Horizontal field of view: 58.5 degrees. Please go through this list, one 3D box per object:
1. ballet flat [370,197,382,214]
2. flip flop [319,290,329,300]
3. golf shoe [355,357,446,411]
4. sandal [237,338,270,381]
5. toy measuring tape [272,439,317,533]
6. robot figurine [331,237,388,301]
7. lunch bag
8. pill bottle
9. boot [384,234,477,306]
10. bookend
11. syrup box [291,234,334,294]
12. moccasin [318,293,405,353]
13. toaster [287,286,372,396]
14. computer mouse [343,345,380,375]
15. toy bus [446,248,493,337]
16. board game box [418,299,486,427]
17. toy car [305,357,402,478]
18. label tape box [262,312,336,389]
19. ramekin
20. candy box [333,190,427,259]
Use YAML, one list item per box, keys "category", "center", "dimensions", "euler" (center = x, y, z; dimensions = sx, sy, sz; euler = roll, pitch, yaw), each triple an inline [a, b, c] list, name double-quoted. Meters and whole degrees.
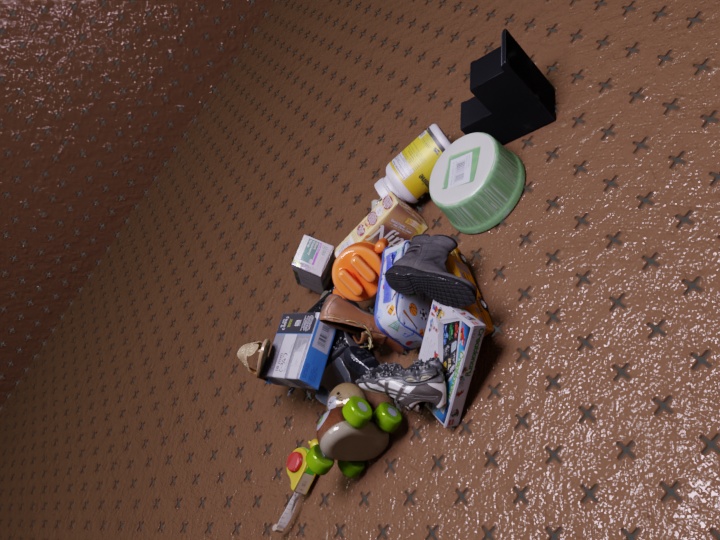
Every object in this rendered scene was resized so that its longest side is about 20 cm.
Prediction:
- category: "ballet flat"
  center: [0.063, -0.175, 1.585]
  dimensions: [0.075, 0.063, 0.204]
  euler: [15, 77, 52]
- category: "flip flop"
  center: [-0.123, 0.141, 1.580]
  dimensions: [0.203, 0.057, 0.081]
  euler: [-59, 36, 0]
- category: "golf shoe"
  center: [0.073, 0.220, 1.186]
  dimensions: [0.197, 0.077, 0.097]
  euler: [-12, 100, 44]
- category: "sandal"
  center: [-0.236, 0.194, 1.406]
  dimensions: [0.212, 0.068, 0.079]
  euler: [100, -173, -69]
- category: "toy measuring tape"
  center: [-0.141, 0.450, 1.371]
  dimensions: [0.073, 0.073, 0.203]
  euler: [19, 80, 53]
- category: "robot figurine"
  center: [-0.002, 0.001, 1.377]
  dimensions: [0.200, 0.113, 0.148]
  euler: [-55, -30, -81]
- category: "lunch bag"
  center: [0.096, 0.046, 1.303]
  dimensions: [0.075, 0.159, 0.204]
  euler: [-19, 51, 38]
- category: "pill bottle"
  center: [0.132, -0.231, 1.490]
  dimensions: [0.199, 0.112, 0.113]
  euler: [-40, 39, 15]
- category: "boot"
  center: [0.149, -0.013, 1.190]
  dimensions: [0.197, 0.071, 0.132]
  euler: [16, 52, 36]
- category: "bookend"
  center: [0.276, -0.364, 1.354]
  dimensions: [0.198, 0.197, 0.094]
  euler: [-21, 51, 40]
- category: "syrup box"
  center: [-0.112, -0.010, 1.568]
  dimensions: [0.200, 0.080, 0.080]
  euler: [91, -159, -75]
- category: "moccasin"
  center: [0.007, 0.124, 1.324]
  dimensions: [0.073, 0.199, 0.079]
  euler: [-30, 34, 57]
- category: "toaster"
  center: [-0.073, 0.173, 1.446]
  dimensions: [0.199, 0.118, 0.183]
  euler: [-42, 38, 21]
- category: "computer mouse"
  center: [0.040, 0.219, 1.283]
  dimensions: [0.199, 0.058, 0.035]
  euler: [38, 110, 27]
- category: "toy bus"
  center: [0.188, 0.043, 1.248]
  dimensions: [0.065, 0.078, 0.203]
  euler: [-35, 56, 26]
- category: "board game box"
  center: [0.157, 0.165, 1.180]
  dimensions: [0.126, 0.034, 0.205]
  euler: [40, 123, 54]
- category: "toy car"
  center: [-0.038, 0.276, 1.284]
  dimensions: [0.166, 0.156, 0.201]
  euler: [-53, 41, 21]
- category: "label tape box"
  center: [-0.150, 0.171, 1.386]
  dimensions: [0.197, 0.063, 0.147]
  euler: [-6, 60, 47]
- category: "ramekin"
  center: [0.238, -0.190, 1.356]
  dimensions: [0.198, 0.097, 0.204]
  euler: [-29, 45, 34]
- category: "candy box"
  center: [0.046, -0.072, 1.485]
  dimensions: [0.200, 0.115, 0.056]
  euler: [-44, 38, 18]
